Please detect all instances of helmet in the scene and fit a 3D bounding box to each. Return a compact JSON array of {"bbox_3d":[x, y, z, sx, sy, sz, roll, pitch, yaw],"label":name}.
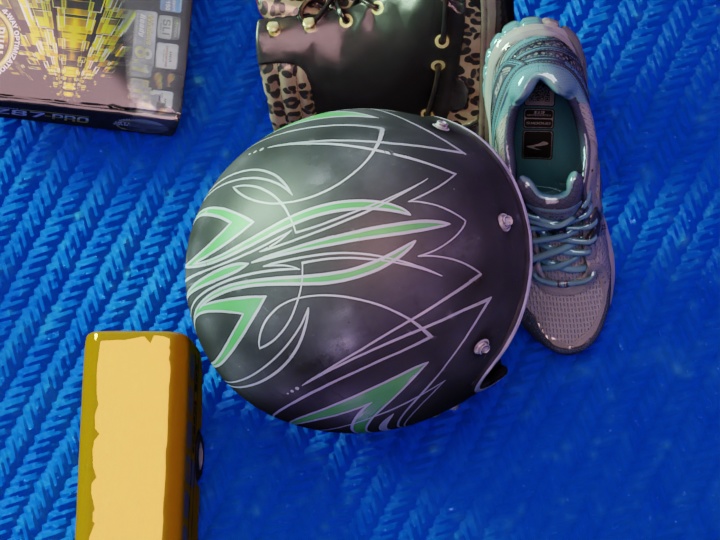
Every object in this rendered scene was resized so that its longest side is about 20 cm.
[{"bbox_3d":[0.000,0.000,1.623,0.199,0.191,0.201,-1,81,7],"label":"helmet"}]

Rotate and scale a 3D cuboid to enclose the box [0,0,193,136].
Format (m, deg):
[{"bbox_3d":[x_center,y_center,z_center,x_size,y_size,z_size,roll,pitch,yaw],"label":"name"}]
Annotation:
[{"bbox_3d":[-0.180,-0.189,1.744,0.160,0.049,0.201,7,78,-9],"label":"box"}]

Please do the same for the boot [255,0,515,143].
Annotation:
[{"bbox_3d":[0.013,-0.161,1.689,0.150,0.073,0.201,-2,120,9],"label":"boot"}]

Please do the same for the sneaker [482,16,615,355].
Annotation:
[{"bbox_3d":[0.104,-0.038,1.650,0.077,0.086,0.201,-9,110,2],"label":"sneaker"}]

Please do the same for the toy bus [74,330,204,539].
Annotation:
[{"bbox_3d":[-0.128,0.140,1.664,0.065,0.078,0.201,1,77,5],"label":"toy bus"}]
